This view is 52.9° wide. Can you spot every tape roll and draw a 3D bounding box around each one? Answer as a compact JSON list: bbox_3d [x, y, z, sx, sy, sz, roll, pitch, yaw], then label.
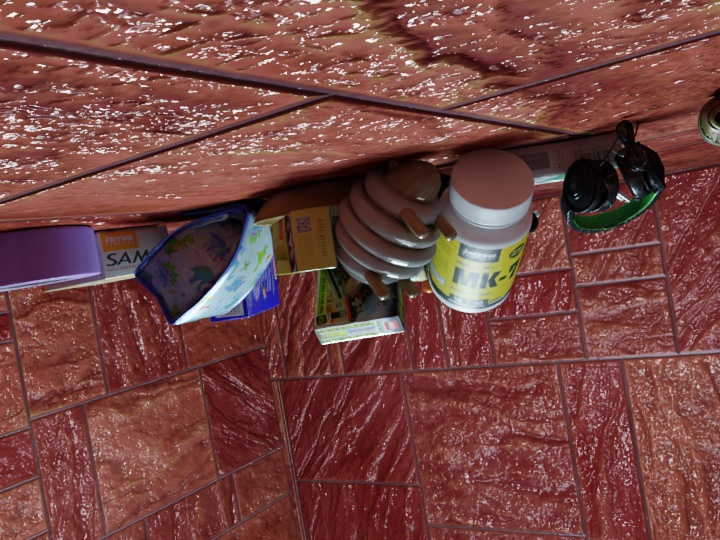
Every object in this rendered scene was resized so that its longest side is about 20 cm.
[{"bbox_3d":[-0.448,-0.010,0.944,0.199,0.066,0.200,-10,-178,0],"label":"tape roll"}]

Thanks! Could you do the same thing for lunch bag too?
[{"bbox_3d":[-0.202,-0.028,1.064,0.200,0.128,0.170,-40,174,15],"label":"lunch bag"}]

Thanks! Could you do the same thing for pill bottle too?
[{"bbox_3d":[0.147,-0.046,0.892,0.114,0.115,0.200,-10,145,-7],"label":"pill bottle"}]

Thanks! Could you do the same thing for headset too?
[{"bbox_3d":[0.310,-0.100,0.866,0.123,0.094,0.200,-17,147,3],"label":"headset"}]

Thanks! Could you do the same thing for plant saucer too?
[{"bbox_3d":[-0.048,-0.094,0.972,0.199,0.036,0.200,-10,-179,0],"label":"plant saucer"}]

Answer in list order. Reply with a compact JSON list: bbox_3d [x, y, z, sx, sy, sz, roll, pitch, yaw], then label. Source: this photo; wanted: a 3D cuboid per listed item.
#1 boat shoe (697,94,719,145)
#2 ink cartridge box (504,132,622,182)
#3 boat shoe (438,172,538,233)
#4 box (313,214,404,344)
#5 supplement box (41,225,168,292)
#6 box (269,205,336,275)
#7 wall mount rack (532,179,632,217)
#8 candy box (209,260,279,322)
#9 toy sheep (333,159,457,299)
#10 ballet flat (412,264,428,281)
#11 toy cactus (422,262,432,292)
[{"bbox_3d":[0.432,-0.151,0.687,0.199,0.072,0.068,-9,-178,19],"label":"boat shoe"},{"bbox_3d":[0.245,-0.140,0.999,0.160,0.050,0.200,-10,179,-4],"label":"ink cartridge box"},{"bbox_3d":[0.149,-0.086,0.984,0.199,0.070,0.066,19,-177,-9],"label":"boat shoe"},{"bbox_3d":[0.000,0.000,0.950,0.110,0.035,0.201,-10,-134,12],"label":"box"},{"bbox_3d":[-0.409,-0.017,1.151,0.199,0.074,0.126,-9,-178,41],"label":"supplement box"},{"bbox_3d":[-0.076,-0.034,0.914,0.050,0.076,0.200,-8,-178,-13],"label":"box"},{"bbox_3d":[0.324,-0.125,1.094,0.173,0.075,0.200,-6,-166,7],"label":"wall mount rack"},{"bbox_3d":[-0.209,-0.006,1.282,0.077,0.170,0.200,-6,-178,10],"label":"candy box"},{"bbox_3d":[0.031,-0.043,0.843,0.138,0.138,0.200,-12,142,-54],"label":"toy sheep"},{"bbox_3d":[0.074,-0.061,1.189,0.070,0.201,0.071,-2,138,-1],"label":"ballet flat"},{"bbox_3d":[0.126,-0.057,1.079,0.102,0.165,0.200,-16,-155,28],"label":"toy cactus"}]
